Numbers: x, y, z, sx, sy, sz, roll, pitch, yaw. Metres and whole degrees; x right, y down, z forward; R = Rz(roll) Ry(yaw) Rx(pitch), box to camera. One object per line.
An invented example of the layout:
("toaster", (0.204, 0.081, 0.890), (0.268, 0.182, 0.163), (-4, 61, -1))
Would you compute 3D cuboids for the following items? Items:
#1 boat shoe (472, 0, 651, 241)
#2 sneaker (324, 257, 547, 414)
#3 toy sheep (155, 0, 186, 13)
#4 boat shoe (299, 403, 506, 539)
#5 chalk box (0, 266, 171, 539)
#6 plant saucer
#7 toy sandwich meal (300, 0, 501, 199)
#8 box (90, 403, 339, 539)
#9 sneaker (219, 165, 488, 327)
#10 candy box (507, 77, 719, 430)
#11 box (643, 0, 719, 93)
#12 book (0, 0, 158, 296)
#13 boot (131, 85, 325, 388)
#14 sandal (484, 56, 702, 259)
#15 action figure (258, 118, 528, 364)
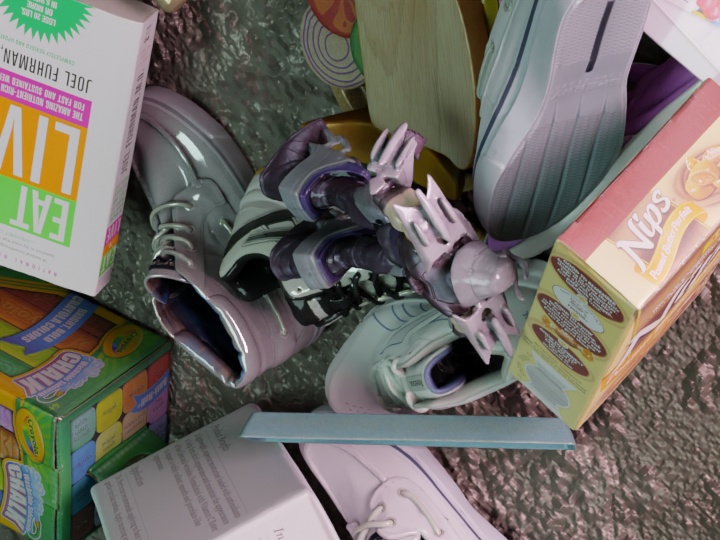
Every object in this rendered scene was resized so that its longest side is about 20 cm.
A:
("boat shoe", (0.095, -0.098, 0.951), (0.201, 0.073, 0.067), (110, 145, -50))
("sneaker", (0.041, 0.051, 1.163), (0.199, 0.087, 0.075), (-27, 98, 44))
("toy sheep", (-0.166, -0.234, 1.136), (0.200, 0.138, 0.138), (46, 133, 7))
("boat shoe", (0.030, 0.164, 1.237), (0.199, 0.067, 0.074), (37, 131, 16))
("chalk box", (-0.214, 0.103, 1.366), (0.199, 0.125, 0.125), (23, 126, 25))
("plant saucer", (0.030, 0.096, 1.157), (0.198, 0.070, 0.019), (0, 82, 7))
("toy sandwich meal", (0.024, -0.124, 1.066), (0.204, 0.070, 0.207), (28, 130, 40))
("box", (-0.066, 0.220, 1.237), (0.201, 0.130, 0.199), (65, 173, -16))
("sneaker", (0.000, 0.000, 1.151), (0.199, 0.088, 0.076), (12, 157, 41))
("candy box", (0.140, -0.002, 0.980), (0.055, 0.115, 0.200), (41, 163, 11))
("box", (0.195, -0.167, 0.919), (0.200, 0.041, 0.156), (42, 110, 10))
("book", (-0.205, -0.095, 1.224), (0.133, 0.048, 0.201), (21, 123, 11))
("boot", (-0.106, -0.022, 1.231), (0.201, 0.095, 0.074), (51, 133, 3))
("sandal", (0.129, -0.080, 1.027), (0.050, 0.083, 0.202), (40, 123, -14))
("action figure", (0.021, -0.021, 1.015), (0.199, 0.069, 0.131), (21, 139, 51))
